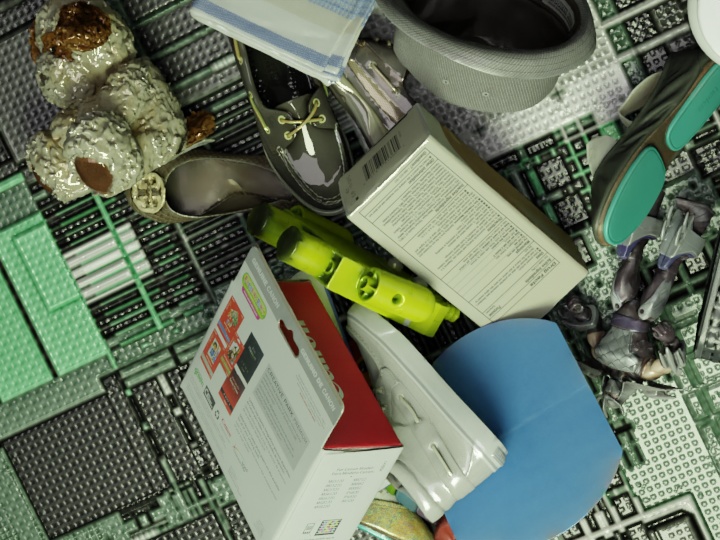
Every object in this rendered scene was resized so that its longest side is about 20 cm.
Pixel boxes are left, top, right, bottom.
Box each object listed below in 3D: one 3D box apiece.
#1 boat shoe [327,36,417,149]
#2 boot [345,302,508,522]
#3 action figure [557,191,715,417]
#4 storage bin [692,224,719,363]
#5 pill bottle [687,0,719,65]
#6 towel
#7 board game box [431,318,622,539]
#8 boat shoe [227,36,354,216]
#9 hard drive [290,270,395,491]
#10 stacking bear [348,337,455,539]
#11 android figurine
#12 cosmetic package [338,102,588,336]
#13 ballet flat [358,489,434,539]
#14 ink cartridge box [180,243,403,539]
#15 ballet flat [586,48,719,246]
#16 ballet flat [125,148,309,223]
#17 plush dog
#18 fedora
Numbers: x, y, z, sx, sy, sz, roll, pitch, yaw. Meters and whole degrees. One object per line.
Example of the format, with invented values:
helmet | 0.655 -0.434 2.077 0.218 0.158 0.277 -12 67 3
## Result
boat shoe | 0.012 -0.166 1.635 0.073 0.074 0.200 -33 94 -2
boot | 0.027 0.117 1.564 0.096 0.074 0.200 -42 57 -3
action figure | 0.235 0.030 1.611 0.130 0.069 0.201 18 96 34
storage bin | 0.332 -0.001 1.522 0.093 0.200 0.136 13 103 8
pill bottle | 0.318 -0.213 1.484 0.113 0.200 0.114 2 102 11
towel | -0.042 -0.271 1.603 0.146 0.024 0.201 25 77 7
board game box | 0.131 0.142 1.572 0.158 0.039 0.201 -32 58 11
boat shoe | -0.062 -0.143 1.627 0.071 0.061 0.202 -25 81 -4
hard drive | -0.045 0.117 1.652 0.132 0.025 0.201 -38 65 43
stacking bear | 0.045 0.142 1.662 0.121 0.114 0.200 -43 77 -13
android figurine | 0.000 0.000 1.612 0.199 0.182 0.041 25 98 -33
cosmetic package | 0.088 -0.037 1.595 0.105 0.071 0.200 -42 116 15
ballet flat | -0.017 0.201 1.712 0.199 0.071 0.071 17 104 8
ink cartridge box | -0.053 0.105 1.555 0.200 0.084 0.176 60 135 37
ballet flat | 0.236 -0.105 1.566 0.068 0.068 0.200 24 68 38
ballet flat | -0.120 -0.075 1.686 0.199 0.046 0.068 0 100 12
plush dog | -0.226 -0.167 1.645 0.160 0.200 0.172 -30 102 -21
fedora | 0.096 -0.199 1.575 0.199 0.177 0.091 16 133 1
